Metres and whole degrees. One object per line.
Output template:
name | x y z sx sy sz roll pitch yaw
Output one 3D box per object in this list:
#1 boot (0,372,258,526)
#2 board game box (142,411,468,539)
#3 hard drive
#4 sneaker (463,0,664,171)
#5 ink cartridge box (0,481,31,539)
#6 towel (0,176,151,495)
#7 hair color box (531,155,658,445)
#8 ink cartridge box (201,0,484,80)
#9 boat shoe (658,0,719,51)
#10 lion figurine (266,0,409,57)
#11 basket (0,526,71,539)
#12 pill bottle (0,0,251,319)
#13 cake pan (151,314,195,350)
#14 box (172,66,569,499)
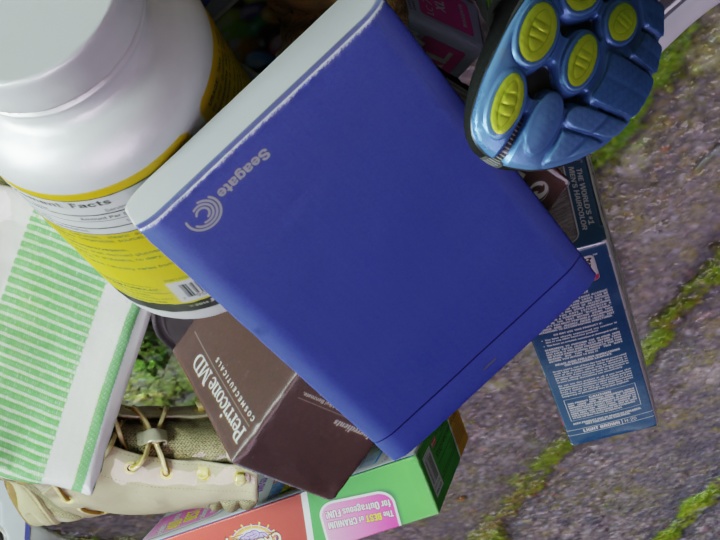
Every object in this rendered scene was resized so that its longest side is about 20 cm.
boot | -0.135 0.095 0.881 0.153 0.074 0.201 -2 150 1
board game box | -0.034 0.147 1.019 0.198 0.153 0.041 -20 97 15
hard drive | 0.009 -0.011 0.664 0.132 0.025 0.200 -42 132 2
sneaker | 0.086 -0.112 0.668 0.071 0.201 0.082 38 139 -21
ink cartridge box | -0.304 0.168 0.938 0.198 0.198 0.043 6 153 -17
towel | -0.209 0.019 0.770 0.198 0.154 0.023 18 179 -14
hair color box | 0.126 0.009 0.903 0.060 0.101 0.201 -14 142 10
ink cartridge box | -0.050 -0.119 0.756 0.199 0.042 0.119 21 133 -31
boat shoe | 0.137 -0.145 0.745 0.056 0.069 0.199 38 121 -25
lion figurine | -0.047 -0.146 0.641 0.199 0.073 0.122 34 158 -26
basket | -0.247 0.233 1.012 0.198 0.124 0.136 25 155 12
pill bottle | -0.102 -0.066 0.666 0.111 0.114 0.200 -16 152 9
cake pan | -0.022 0.014 0.887 0.198 0.037 0.201 -18 154 -9
box | 0.000 0.000 0.752 0.075 0.100 0.201 24 107 -37
